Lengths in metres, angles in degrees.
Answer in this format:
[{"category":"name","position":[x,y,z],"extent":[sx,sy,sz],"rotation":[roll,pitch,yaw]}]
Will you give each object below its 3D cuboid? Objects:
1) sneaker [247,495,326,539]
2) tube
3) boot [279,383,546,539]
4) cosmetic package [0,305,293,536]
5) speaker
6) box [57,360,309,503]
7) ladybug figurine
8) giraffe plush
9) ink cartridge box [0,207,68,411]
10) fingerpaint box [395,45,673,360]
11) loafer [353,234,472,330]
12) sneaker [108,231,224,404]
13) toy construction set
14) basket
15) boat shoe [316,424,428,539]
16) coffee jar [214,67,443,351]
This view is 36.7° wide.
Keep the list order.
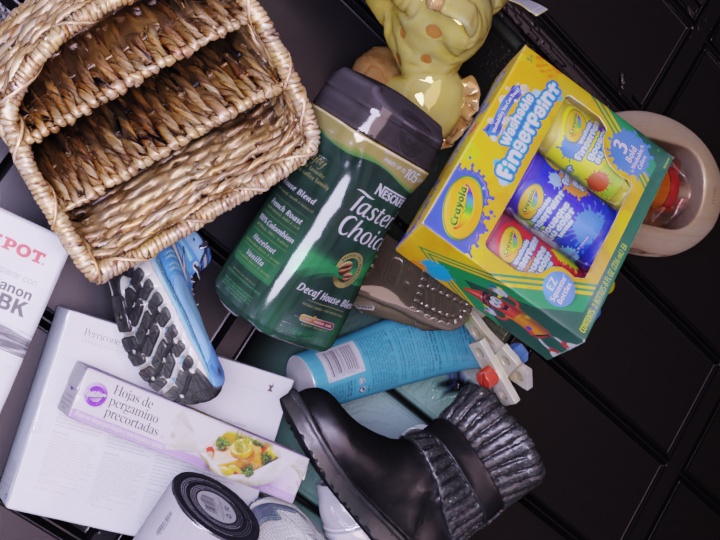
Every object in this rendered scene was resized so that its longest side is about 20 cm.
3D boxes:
[{"category":"sneaker","position":[-0.030,0.253,0.897],"extent":[0.200,0.085,0.078],"rotation":[49,62,-39]},{"category":"tube","position":[0.030,0.073,0.968],"extent":[0.197,0.050,0.079],"rotation":[-15,97,-30]},{"category":"boot","position":[0.044,0.141,0.900],"extent":[0.157,0.079,0.212],"rotation":[-41,107,-11]},{"category":"cosmetic package","position":[-0.167,0.130,0.865],"extent":[0.197,0.051,0.153],"rotation":[21,85,-27]},{"category":"speaker","position":[-0.160,0.256,0.821],"extent":[0.080,0.081,0.202],"rotation":[28,103,-25]},{"category":"box","position":[-0.132,0.126,0.833],"extent":[0.198,0.041,0.039],"rotation":[27,80,-25]},{"category":"ladybug figurine","position":[0.265,-0.084,1.063],"extent":[0.197,0.072,0.138],"rotation":[13,87,-27]},{"category":"giraffe plush","position":[0.053,-0.184,0.917],"extent":[0.171,0.200,0.164],"rotation":[-13,133,-37]},{"category":"ink cartridge box","position":[-0.311,0.038,0.766],"extent":[0.143,0.083,0.203],"rotation":[26,81,-25]},{"category":"fingerpaint box","position":[0.150,-0.059,0.923],"extent":[0.166,0.073,0.202],"rotation":[35,66,-5]},{"category":"loafer","position":[0.000,0.000,0.931],"extent":[0.198,0.067,0.077],"rotation":[31,64,-6]},{"category":"sneaker","position":[-0.142,0.003,0.826],"extent":[0.089,0.078,0.203],"rotation":[-11,69,-39]},{"category":"toy construction set","position":[0.149,0.031,0.996],"extent":[0.199,0.091,0.133],"rotation":[-38,114,-41]},{"category":"basket","position":[-0.147,-0.121,0.743],"extent":[0.198,0.149,0.144],"rotation":[-30,140,-12]},{"category":"boat shoe","position":[0.050,0.177,0.975],"extent":[0.197,0.072,0.070],"rotation":[-20,103,-15]},{"category":"coffee jar","position":[-0.021,-0.046,0.821],"extent":[0.104,0.085,0.202],"rotation":[21,102,-47]}]
